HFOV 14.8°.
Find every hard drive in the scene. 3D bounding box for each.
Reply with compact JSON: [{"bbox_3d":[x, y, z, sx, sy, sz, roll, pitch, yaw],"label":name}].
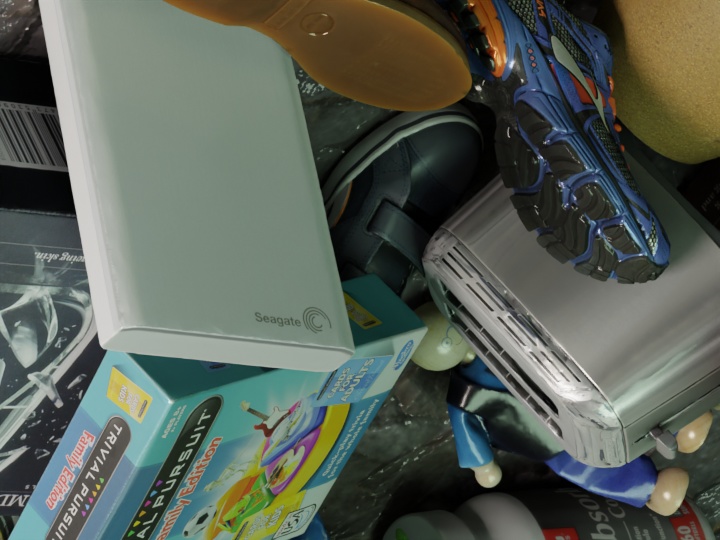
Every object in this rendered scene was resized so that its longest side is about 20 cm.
[{"bbox_3d":[-0.078,-0.053,1.289,0.132,0.201,0.027,7,150,-38],"label":"hard drive"}]

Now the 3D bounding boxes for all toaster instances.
[{"bbox_3d":[0.122,0.006,1.459,0.129,0.200,0.114,-38,159,-9],"label":"toaster"}]

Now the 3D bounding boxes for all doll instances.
[{"bbox_3d":[0.110,0.068,1.614,0.199,0.048,0.137,25,83,-22],"label":"doll"}]

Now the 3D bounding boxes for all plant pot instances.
[{"bbox_3d":[0.212,-0.152,1.410,0.186,0.187,0.200,14,135,-41],"label":"plant pot"}]

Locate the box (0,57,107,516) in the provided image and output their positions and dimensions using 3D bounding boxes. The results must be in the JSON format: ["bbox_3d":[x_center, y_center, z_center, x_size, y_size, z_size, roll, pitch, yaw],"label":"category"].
[{"bbox_3d":[-0.186,0.009,1.343,0.199,0.124,0.197,4,130,-35],"label":"box"}]

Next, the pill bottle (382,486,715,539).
[{"bbox_3d":[0.117,0.194,1.726,0.199,0.116,0.116,-1,131,-32],"label":"pill bottle"}]

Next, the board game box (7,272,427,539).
[{"bbox_3d":[-0.072,0.087,1.379,0.200,0.047,0.151,-15,142,-51],"label":"board game box"}]

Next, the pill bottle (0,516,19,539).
[{"bbox_3d":[-0.262,0.178,1.390,0.114,0.200,0.115,15,138,14],"label":"pill bottle"}]

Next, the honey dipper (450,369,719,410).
[{"bbox_3d":[0.140,0.063,1.676,0.199,0.038,0.038,4,129,-30],"label":"honey dipper"}]

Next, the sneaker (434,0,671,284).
[{"bbox_3d":[0.104,-0.085,1.391,0.078,0.201,0.075,-27,175,-27],"label":"sneaker"}]

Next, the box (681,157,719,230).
[{"bbox_3d":[0.312,-0.004,1.584,0.164,0.200,0.166,17,121,-43],"label":"box"}]

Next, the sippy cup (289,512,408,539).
[{"bbox_3d":[-0.062,0.196,1.614,0.178,0.139,0.131,-39,135,-30],"label":"sippy cup"}]

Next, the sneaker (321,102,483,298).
[{"bbox_3d":[0.000,0.000,1.486,0.200,0.080,0.078,-44,138,12],"label":"sneaker"}]

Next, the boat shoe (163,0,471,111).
[{"bbox_3d":[-0.022,-0.141,1.322,0.070,0.071,0.200,-29,141,34],"label":"boat shoe"}]
